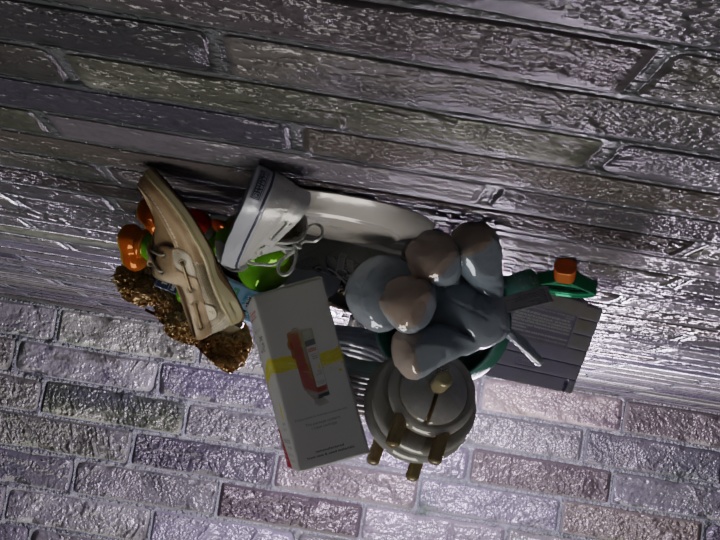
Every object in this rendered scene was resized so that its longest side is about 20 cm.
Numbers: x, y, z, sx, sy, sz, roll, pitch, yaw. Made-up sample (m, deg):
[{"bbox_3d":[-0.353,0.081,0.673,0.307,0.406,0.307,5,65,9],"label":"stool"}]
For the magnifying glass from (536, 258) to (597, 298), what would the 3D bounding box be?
[{"bbox_3d":[0.239,0.011,1.441,0.079,0.022,0.200,8,171,10],"label":"magnifying glass"}]

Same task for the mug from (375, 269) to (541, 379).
[{"bbox_3d":[0.119,0.063,1.468,0.185,0.152,0.114,10,178,17],"label":"mug"}]

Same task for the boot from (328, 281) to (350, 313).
[{"bbox_3d":[-0.005,0.023,1.594,0.200,0.078,0.138,10,169,25],"label":"boot"}]

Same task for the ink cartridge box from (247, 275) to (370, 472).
[{"bbox_3d":[-0.063,0.118,1.385,0.083,0.200,0.145,-14,176,-9],"label":"ink cartridge box"}]

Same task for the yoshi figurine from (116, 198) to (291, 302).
[{"bbox_3d":[-0.159,-0.019,1.362,0.200,0.113,0.112,8,-174,23],"label":"yoshi figurine"}]

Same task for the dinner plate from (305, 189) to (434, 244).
[{"bbox_3d":[-0.022,-0.053,1.283,0.200,0.024,0.200,9,171,1],"label":"dinner plate"}]

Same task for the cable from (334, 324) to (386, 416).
[{"bbox_3d":[-0.005,0.126,1.552,0.200,0.069,0.200,16,-167,13],"label":"cable"}]

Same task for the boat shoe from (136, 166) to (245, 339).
[{"bbox_3d":[-0.183,-0.012,1.248,0.064,0.200,0.071,-30,-148,-8],"label":"boat shoe"}]

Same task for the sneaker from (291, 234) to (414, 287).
[{"bbox_3d":[0.000,0.000,1.411,0.200,0.082,0.075,5,171,30],"label":"sneaker"}]

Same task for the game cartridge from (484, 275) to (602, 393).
[{"bbox_3d":[0.218,0.082,1.589,0.200,0.130,0.038,15,-176,-35],"label":"game cartridge"}]

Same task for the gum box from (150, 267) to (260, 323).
[{"bbox_3d":[-0.165,0.015,1.544,0.200,0.045,0.170,22,-171,-17],"label":"gum box"}]

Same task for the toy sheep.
[{"bbox_3d":[0.065,0.149,1.340,0.138,0.138,0.200,11,158,-14],"label":"toy sheep"}]

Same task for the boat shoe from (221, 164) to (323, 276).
[{"bbox_3d":[-0.080,-0.040,1.197,0.086,0.075,0.202,21,158,-7],"label":"boat shoe"}]

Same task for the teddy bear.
[{"bbox_3d":[-0.217,0.045,1.531,0.200,0.067,0.145,37,-173,21],"label":"teddy bear"}]

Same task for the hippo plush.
[{"bbox_3d":[0.075,0.011,1.280,0.200,0.160,0.161,-6,-160,-32],"label":"hippo plush"}]

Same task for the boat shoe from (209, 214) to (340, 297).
[{"bbox_3d":[-0.120,-0.014,1.490,0.200,0.072,0.068,16,169,-25],"label":"boat shoe"}]

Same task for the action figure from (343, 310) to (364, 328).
[{"bbox_3d":[-0.029,0.055,1.781,0.200,0.102,0.119,14,-175,-42],"label":"action figure"}]
